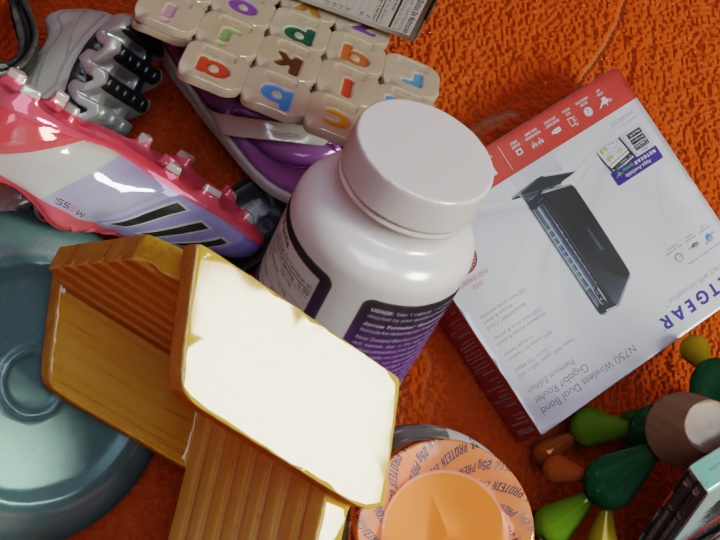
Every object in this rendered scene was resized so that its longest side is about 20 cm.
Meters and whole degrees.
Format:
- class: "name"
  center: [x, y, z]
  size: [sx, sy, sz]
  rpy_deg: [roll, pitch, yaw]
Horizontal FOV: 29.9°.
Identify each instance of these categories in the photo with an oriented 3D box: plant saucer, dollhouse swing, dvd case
- class: "plant saucer"
  center: [-0.195, 0.065, 0.783]
  size: [0.199, 0.036, 0.201]
  rpy_deg: [1, 88, -31]
- class: "dollhouse swing"
  center: [-0.103, 0.106, 0.701]
  size: [0.182, 0.200, 0.176]
  rpy_deg: [35, 71, -26]
- class: "dvd case"
  center: [0.238, 0.131, 0.834]
  size: [0.146, 0.200, 0.022]
  rpy_deg: [-27, 66, -18]

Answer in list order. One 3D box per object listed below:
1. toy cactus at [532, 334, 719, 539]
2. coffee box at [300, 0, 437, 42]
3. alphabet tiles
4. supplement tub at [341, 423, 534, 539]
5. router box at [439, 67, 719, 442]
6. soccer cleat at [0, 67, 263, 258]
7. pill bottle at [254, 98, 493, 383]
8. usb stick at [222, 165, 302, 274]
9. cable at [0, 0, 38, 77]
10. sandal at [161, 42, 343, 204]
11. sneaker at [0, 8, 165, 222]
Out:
- class: "toy cactus"
  center: [0.193, 0.110, 0.845]
  size: [0.200, 0.165, 0.103]
  rpy_deg: [-29, 85, -8]
- class: "coffee box"
  center: [-0.034, -0.249, 0.906]
  size: [0.199, 0.080, 0.115]
  rpy_deg: [18, 56, -8]
- class: "alphabet tiles"
  center: [-0.044, -0.141, 0.868]
  size: [0.199, 0.015, 0.196]
  rpy_deg: [22, 32, -8]
- class: "supplement tub"
  center: [0.021, 0.155, 0.774]
  size: [0.122, 0.200, 0.123]
  rpy_deg: [3, 76, -14]
- class: "router box"
  center: [0.142, -0.013, 0.921]
  size: [0.200, 0.049, 0.180]
  rpy_deg: [-33, 86, -18]
- class: "soccer cleat"
  center: [-0.148, -0.046, 0.804]
  size: [0.200, 0.067, 0.077]
  rpy_deg: [28, 102, -35]
- class: "pill bottle"
  center: [0.000, 0.000, 0.795]
  size: [0.111, 0.200, 0.112]
  rpy_deg: [15, 43, -15]
- class: "usb stick"
  center: [-0.089, -0.019, 0.879]
  size: [0.200, 0.033, 0.056]
  rpy_deg: [-34, 93, -18]
- class: "cable"
  center: [-0.221, -0.206, 0.859]
  size: [0.097, 0.050, 0.200]
  rpy_deg: [19, 52, -4]
- class: "sandal"
  center: [-0.058, -0.106, 0.874]
  size: [0.202, 0.050, 0.082]
  rpy_deg: [38, 68, 15]
- class: "sneaker"
  center: [-0.200, -0.076, 0.855]
  size: [0.081, 0.075, 0.201]
  rpy_deg: [22, 79, 23]
